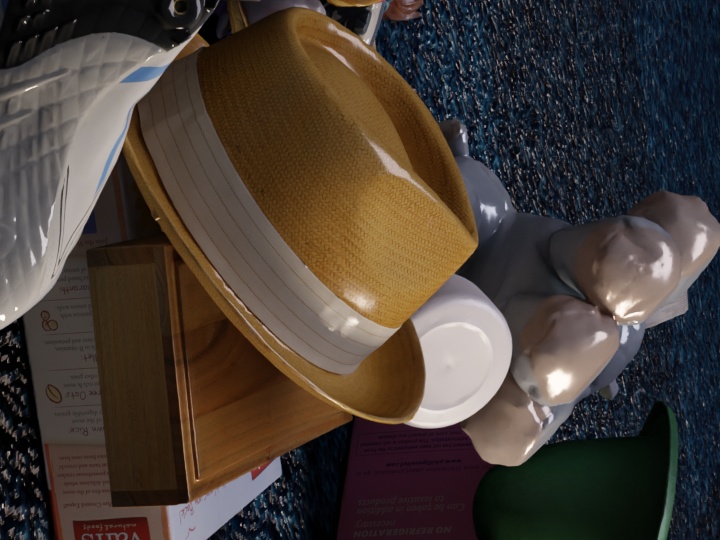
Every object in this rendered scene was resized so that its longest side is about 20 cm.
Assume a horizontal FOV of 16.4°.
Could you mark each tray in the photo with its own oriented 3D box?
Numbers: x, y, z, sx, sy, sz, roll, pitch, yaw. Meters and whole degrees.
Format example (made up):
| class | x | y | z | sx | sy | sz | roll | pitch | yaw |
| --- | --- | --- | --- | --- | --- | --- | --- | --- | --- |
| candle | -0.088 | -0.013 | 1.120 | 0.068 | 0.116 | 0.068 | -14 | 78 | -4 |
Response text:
| class | x | y | z | sx | sy | sz | roll | pitch | yaw |
| --- | --- | --- | --- | --- | --- | --- | --- | --- | --- |
| tray | -0.052 | 0.030 | 1.028 | 0.200 | 0.037 | 0.099 | -18 | 103 | -70 |

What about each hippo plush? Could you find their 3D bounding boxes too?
| class | x | y | z | sx | sy | sz | roll | pitch | yaw |
| --- | --- | --- | --- | --- | --- | --- | --- | --- | --- |
| hippo plush | 0.084 | -0.014 | 1.303 | 0.159 | 0.161 | 0.200 | -53 | 168 | 26 |

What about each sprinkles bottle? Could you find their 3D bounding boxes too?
| class | x | y | z | sx | sy | sz | roll | pitch | yaw |
| --- | --- | --- | --- | --- | --- | --- | --- | --- | --- |
| sprinkles bottle | 0.000 | 0.000 | 1.184 | 0.200 | 0.068 | 0.068 | 48 | -23 | 55 |

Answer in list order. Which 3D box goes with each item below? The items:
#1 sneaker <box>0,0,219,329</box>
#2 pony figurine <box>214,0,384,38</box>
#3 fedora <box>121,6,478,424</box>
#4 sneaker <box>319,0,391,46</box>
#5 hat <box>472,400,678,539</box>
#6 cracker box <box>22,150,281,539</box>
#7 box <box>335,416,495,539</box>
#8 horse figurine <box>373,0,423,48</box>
| class | x | y | z | sx | sy | sz | roll | pitch | yaw |
| --- | --- | --- | --- | --- | --- | --- | --- | --- | --- |
| sneaker | -0.109 | -0.068 | 0.893 | 0.200 | 0.072 | 0.072 | -59 | -162 | 2 |
| pony figurine | -0.022 | -0.182 | 1.175 | 0.193 | 0.200 | 0.167 | 58 | 35 | -27 |
| fedora | -0.016 | -0.038 | 0.982 | 0.201 | 0.082 | 0.201 | 48 | 20 | -24 |
| sneaker | -0.004 | -0.157 | 1.320 | 0.086 | 0.078 | 0.200 | 44 | 40 | -47 |
| hat | 0.065 | 0.129 | 1.325 | 0.200 | 0.176 | 0.166 | 107 | -4 | -67 |
| cracker box | -0.092 | 0.012 | 1.060 | 0.134 | 0.058 | 0.200 | -33 | 117 | -70 |
| box | 0.052 | 0.206 | 1.431 | 0.176 | 0.097 | 0.200 | 66 | 24 | -48 |
| horse figurine | -0.008 | -0.084 | 1.379 | 0.133 | 0.050 | 0.200 | 56 | 40 | -63 |
